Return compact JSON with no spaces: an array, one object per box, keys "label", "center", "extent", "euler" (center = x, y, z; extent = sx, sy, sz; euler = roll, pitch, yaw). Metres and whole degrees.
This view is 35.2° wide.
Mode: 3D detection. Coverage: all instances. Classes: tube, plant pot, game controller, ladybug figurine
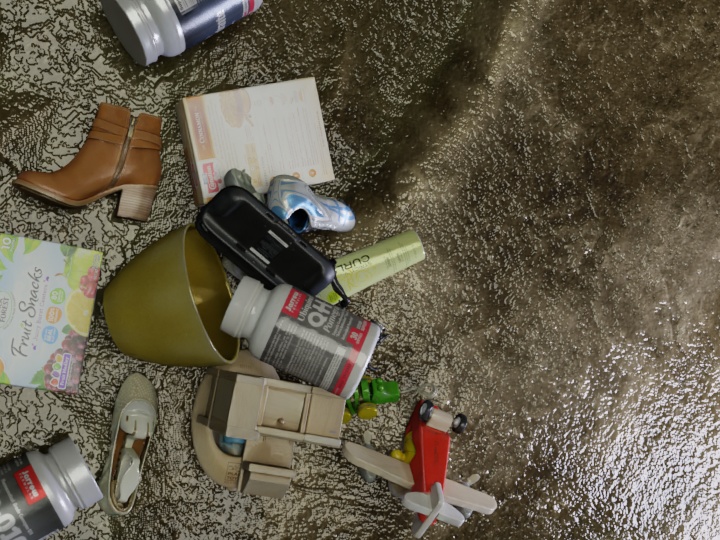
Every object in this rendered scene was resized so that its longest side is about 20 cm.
[{"label":"tube","center":[0.000,0.000,1.711],"extent":[0.199,0.052,0.058],"euler":[-23,66,-11]},{"label":"plant pot","center":[-0.268,0.051,1.562],"extent":[0.141,0.200,0.201],"euler":[-17,93,8]},{"label":"game controller","center":[-0.130,-0.031,1.562],"extent":[0.200,0.042,0.104],"euler":[40,118,-15]},{"label":"ladybug figurine","center":[-0.179,0.213,1.629],"extent":[0.135,0.072,0.201],"euler":[10,84,-19]}]

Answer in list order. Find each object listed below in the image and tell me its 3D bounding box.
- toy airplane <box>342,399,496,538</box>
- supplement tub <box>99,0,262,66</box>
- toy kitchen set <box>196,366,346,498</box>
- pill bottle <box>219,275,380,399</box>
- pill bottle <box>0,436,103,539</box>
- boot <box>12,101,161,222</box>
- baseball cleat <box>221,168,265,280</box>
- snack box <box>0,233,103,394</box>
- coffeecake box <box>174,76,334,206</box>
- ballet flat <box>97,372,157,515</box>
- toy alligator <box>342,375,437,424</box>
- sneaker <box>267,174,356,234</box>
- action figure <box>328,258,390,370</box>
[{"label":"toy airplane","center":[0.088,0.307,1.677],"extent":[0.199,0.141,0.200],"euler":[-22,72,-44]},{"label":"supplement tub","center":[-0.250,-0.389,1.598],"extent":[0.200,0.140,0.141],"euler":[-34,98,-16]},{"label":"toy kitchen set","center":[-0.108,0.230,1.520],"extent":[0.199,0.180,0.164],"euler":[12,84,-19]},{"label":"pill bottle","center":[-0.083,0.085,1.533],"extent":[0.199,0.111,0.111],"euler":[24,80,-2]},{"label":"pill bottle","center":[-0.454,0.311,1.512],"extent":[0.200,0.114,0.114],"euler":[-29,96,-17]},{"label":"boot","center":[-0.372,-0.160,1.579],"extent":[0.199,0.077,0.156],"euler":[10,86,-20]},{"label":"baseball cleat","center":[-0.164,-0.050,1.611],"extent":[0.106,0.070,0.200],"euler":[-22,124,11]},{"label":"snack box","center":[-0.442,0.061,1.560],"extent":[0.142,0.053,0.201],"euler":[10,84,-16]},{"label":"coffeecake box","center":[-0.154,-0.187,1.655],"extent":[0.199,0.073,0.154],"euler":[-12,93,-18]},{"label":"ballet flat","center":[-0.316,0.244,1.586],"extent":[0.067,0.062,0.201],"euler":[14,84,-32]},{"label":"toy alligator","center":[0.013,0.179,1.673],"extent":[0.199,0.054,0.059],"euler":[-11,50,4]},{"label":"sneaker","center":[-0.073,-0.081,1.639],"extent":[0.200,0.072,0.073],"euler":[22,75,-58]},{"label":"action figure","center":[-0.028,0.089,1.661],"extent":[0.119,0.102,0.200],"euler":[-29,109,2]}]
